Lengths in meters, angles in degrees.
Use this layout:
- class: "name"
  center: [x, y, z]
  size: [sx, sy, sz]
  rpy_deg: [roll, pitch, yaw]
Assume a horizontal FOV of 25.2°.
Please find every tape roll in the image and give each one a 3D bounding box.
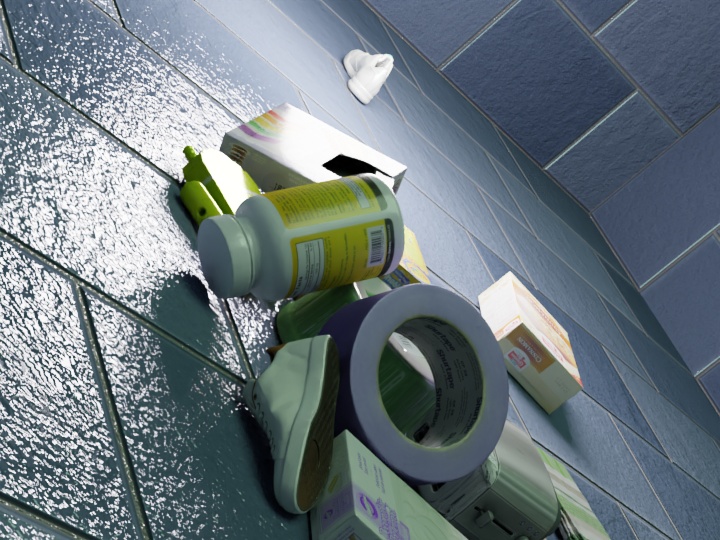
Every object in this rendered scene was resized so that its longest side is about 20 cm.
- class: "tape roll"
  center: [0.049, 0.119, 1.636]
  size: [0.199, 0.085, 0.201]
  rpy_deg: [8, 76, -34]

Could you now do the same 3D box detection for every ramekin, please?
- class: "ramekin"
  center: [0.009, 0.091, 1.780]
  size: [0.200, 0.098, 0.200]
  rpy_deg: [46, 15, -16]

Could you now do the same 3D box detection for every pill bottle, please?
- class: "pill bottle"
  center: [-0.063, -0.031, 1.682]
  size: [0.199, 0.113, 0.113]
  rpy_deg: [-13, 54, -28]

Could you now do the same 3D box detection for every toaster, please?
- class: "toaster"
  center: [0.132, 0.223, 1.794]
  size: [0.129, 0.114, 0.200]
  rpy_deg: [37, 21, -34]

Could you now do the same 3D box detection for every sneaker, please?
- class: "sneaker"
  center: [0.023, -0.380, 3.021]
  size: [0.075, 0.088, 0.200]
  rpy_deg: [42, 16, -22]
- class: "sneaker"
  center: [-0.071, 0.147, 1.502]
  size: [0.200, 0.084, 0.073]
  rpy_deg: [-81, 160, -48]

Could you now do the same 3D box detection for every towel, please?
- class: "towel"
  center: [0.278, 0.321, 2.173]
  size: [0.149, 0.031, 0.200]
  rpy_deg: [38, 16, -46]

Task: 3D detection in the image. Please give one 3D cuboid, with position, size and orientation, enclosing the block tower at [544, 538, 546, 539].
- class: "block tower"
  center: [0.200, 0.368, 1.753]
  size: [0.054, 0.058, 0.200]
  rpy_deg: [40, 16, -35]

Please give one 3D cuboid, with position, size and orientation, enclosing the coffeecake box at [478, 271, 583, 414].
- class: "coffeecake box"
  center: [0.268, 0.112, 2.554]
  size: [0.154, 0.073, 0.200]
  rpy_deg: [46, 15, -17]

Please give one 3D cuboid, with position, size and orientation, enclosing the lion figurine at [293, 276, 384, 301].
- class: "lion figurine"
  center: [0.000, 0.000, 1.862]
  size: [0.122, 0.200, 0.073]
  rpy_deg: [16, 53, -24]

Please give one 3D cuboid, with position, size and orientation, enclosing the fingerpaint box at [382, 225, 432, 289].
- class: "fingerpaint box"
  center: [-0.005, -0.043, 2.122]
  size: [0.200, 0.073, 0.167]
  rpy_deg: [40, 17, -28]

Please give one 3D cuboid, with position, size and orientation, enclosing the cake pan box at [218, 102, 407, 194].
- class: "cake pan box"
  center: [-0.057, -0.129, 2.016]
  size: [0.200, 0.052, 0.184]
  rpy_deg: [30, 29, 13]

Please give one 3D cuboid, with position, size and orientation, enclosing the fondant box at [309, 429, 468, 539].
- class: "fondant box"
  center: [0.037, 0.263, 1.518]
  size: [0.200, 0.058, 0.144]
  rpy_deg: [43, 16, -22]

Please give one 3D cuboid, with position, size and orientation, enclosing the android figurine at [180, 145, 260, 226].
- class: "android figurine"
  center: [-0.140, -0.063, 1.835]
  size: [0.200, 0.041, 0.182]
  rpy_deg: [56, 16, 21]
